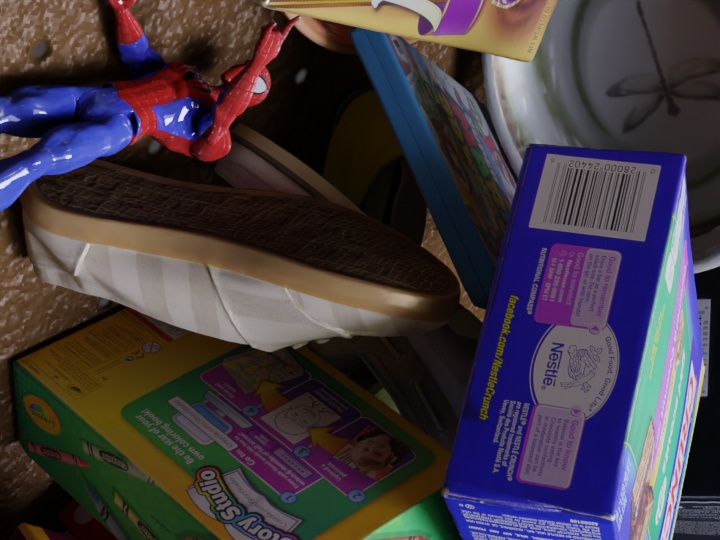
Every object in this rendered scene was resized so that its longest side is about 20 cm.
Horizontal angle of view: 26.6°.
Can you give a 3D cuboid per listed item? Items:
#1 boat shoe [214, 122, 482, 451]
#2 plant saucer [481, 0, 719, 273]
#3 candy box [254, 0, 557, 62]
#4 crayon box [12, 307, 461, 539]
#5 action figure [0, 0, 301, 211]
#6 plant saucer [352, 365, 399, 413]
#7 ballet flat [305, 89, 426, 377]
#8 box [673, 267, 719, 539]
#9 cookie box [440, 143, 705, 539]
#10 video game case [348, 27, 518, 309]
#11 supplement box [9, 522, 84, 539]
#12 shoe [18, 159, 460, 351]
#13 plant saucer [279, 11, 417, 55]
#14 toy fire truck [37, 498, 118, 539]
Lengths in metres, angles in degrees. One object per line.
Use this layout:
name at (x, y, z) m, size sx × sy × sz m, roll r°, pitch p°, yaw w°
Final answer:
boat shoe at (-0.003, 0.014, 0.752) m, size 0.068 × 0.200 × 0.075 m, roll -47°, pitch -173°, yaw 0°
plant saucer at (0.151, -0.099, 0.787) m, size 0.050 × 0.200 × 0.201 m, roll -27°, pitch 137°, yaw -38°
candy box at (0.028, -0.165, 0.671) m, size 0.199 × 0.056 × 0.117 m, roll 1°, pitch 118°, yaw -50°
crayon box at (-0.058, 0.088, 0.712) m, size 0.118 × 0.199 × 0.059 m, roll -26°, pitch 135°, yaw -36°
action figure at (-0.106, -0.079, 0.626) m, size 0.199 × 0.065 × 0.099 m, roll -18°, pitch 148°, yaw -43°
plant saucer at (0.035, 0.119, 0.908) m, size 0.199 × 0.048 × 0.200 m, roll 23°, pitch 125°, yaw -35°
ballet flat at (0.000, 0.000, 0.830) m, size 0.066 × 0.067 × 0.201 m, roll -13°, pitch 128°, yaw -40°
box at (0.257, 0.087, 1.101) m, size 0.196 × 0.123 × 0.202 m, roll 33°, pitch 58°, yaw -55°
cookie box at (0.106, 0.068, 0.700) m, size 0.200 × 0.075 × 0.172 m, roll 66°, pitch 36°, yaw -57°
video game case at (0.061, -0.041, 0.777) m, size 0.018 × 0.144 × 0.200 m, roll -28°, pitch 166°, yaw 14°
supplement box at (-0.090, 0.205, 0.700) m, size 0.199 × 0.086 × 0.111 m, roll 28°, pitch 97°, yaw -43°
shoe at (-0.055, -0.001, 0.677) m, size 0.070 × 0.198 × 0.054 m, roll -72°, pitch 176°, yaw -60°
plant saucer at (0.019, -0.200, 0.712) m, size 0.199 × 0.037 × 0.201 m, roll -31°, pitch 138°, yaw -32°
toy fire truck at (-0.064, 0.168, 0.825) m, size 0.200 × 0.128 × 0.177 m, roll -41°, pitch 143°, yaw -14°
